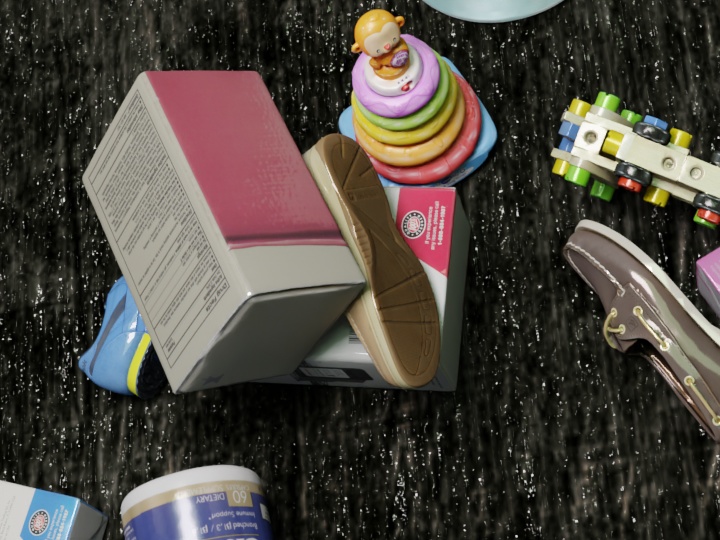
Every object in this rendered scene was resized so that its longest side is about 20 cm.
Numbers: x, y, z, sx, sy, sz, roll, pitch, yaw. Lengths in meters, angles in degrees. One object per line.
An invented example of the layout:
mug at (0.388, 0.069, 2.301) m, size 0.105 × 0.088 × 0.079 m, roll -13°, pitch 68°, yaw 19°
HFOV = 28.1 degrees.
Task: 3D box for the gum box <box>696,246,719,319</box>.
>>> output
gum box at (0.350, 0.050, 1.053) m, size 0.113 × 0.066 × 0.201 m, roll -33°, pitch 66°, yaw 1°

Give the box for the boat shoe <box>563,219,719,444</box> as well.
boat shoe at (0.222, 0.044, 1.087) m, size 0.059 × 0.072 × 0.200 m, roll -42°, pitch 72°, yaw -8°

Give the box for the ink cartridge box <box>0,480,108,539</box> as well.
ink cartridge box at (-0.316, 0.224, 1.147) m, size 0.199 × 0.067 × 0.117 m, roll 10°, pitch 72°, yaw 17°

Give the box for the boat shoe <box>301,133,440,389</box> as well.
boat shoe at (0.000, 0.000, 1.072) m, size 0.064 × 0.071 × 0.201 m, roll -32°, pitch 70°, yaw 37°

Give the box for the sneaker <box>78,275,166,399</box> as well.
sneaker at (-0.170, 0.006, 1.196) m, size 0.078 × 0.066 × 0.201 m, roll 20°, pitch 76°, yaw 23°

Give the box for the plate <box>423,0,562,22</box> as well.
plate at (0.122, -0.312, 1.268) m, size 0.199 × 0.026 × 0.201 m, roll -5°, pitch 68°, yaw 11°

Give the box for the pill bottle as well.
pill bottle at (-0.107, 0.256, 1.062) m, size 0.110 × 0.111 × 0.201 m, roll -18°, pitch 67°, yaw 6°

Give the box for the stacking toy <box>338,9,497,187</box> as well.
stacking toy at (0.032, -0.146, 1.130) m, size 0.116 × 0.200 × 0.110 m, roll -31°, pitch 66°, yaw 0°

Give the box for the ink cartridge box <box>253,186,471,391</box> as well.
ink cartridge box at (-0.021, 0.013, 1.147) m, size 0.199 × 0.083 × 0.146 m, roll 2°, pitch 71°, yaw 15°

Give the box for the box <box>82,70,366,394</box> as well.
box at (-0.104, -0.031, 1.052) m, size 0.128 × 0.109 × 0.201 m, roll -50°, pitch 58°, yaw 42°

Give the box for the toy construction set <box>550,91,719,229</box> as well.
toy construction set at (0.242, -0.080, 1.105) m, size 0.199 × 0.131 × 0.093 m, roll 8°, pitch 89°, yaw 11°
